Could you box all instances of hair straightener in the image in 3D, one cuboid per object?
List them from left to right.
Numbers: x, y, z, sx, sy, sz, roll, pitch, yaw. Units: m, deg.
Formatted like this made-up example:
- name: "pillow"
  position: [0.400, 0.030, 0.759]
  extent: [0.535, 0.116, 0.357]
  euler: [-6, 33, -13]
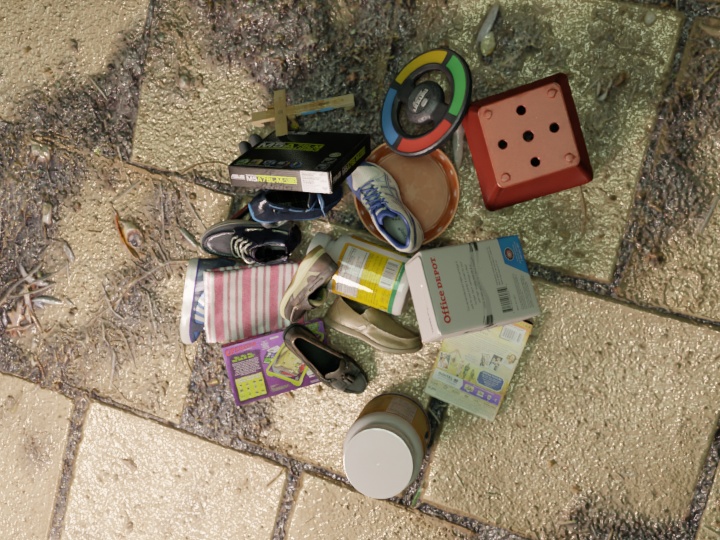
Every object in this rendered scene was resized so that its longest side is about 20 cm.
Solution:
- name: "hair straightener"
  position: [-0.182, -0.113, 1.369]
  extent: [0.199, 0.041, 0.077]
  euler: [-39, 87, 8]

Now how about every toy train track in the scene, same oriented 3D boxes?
- name: "toy train track"
  position: [-0.107, -0.298, 1.329]
  extent: [0.198, 0.033, 0.116]
  euler: [-10, 59, 6]

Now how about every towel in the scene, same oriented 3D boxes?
- name: "towel"
  position: [-0.197, 0.060, 1.328]
  extent: [0.198, 0.030, 0.148]
  euler: [-6, 111, -18]

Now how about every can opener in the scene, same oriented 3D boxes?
- name: "can opener"
  position: [-0.183, -0.170, 1.318]
  extent: [0.052, 0.066, 0.202]
  euler: [-27, 67, 13]

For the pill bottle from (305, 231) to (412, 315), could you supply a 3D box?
- name: "pill bottle"
  position: [0.000, 0.000, 1.299]
  extent: [0.198, 0.113, 0.114]
  euler: [19, 99, 9]

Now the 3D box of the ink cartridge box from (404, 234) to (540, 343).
- name: "ink cartridge box"
  position: [0.191, 0.031, 1.217]
  extent: [0.198, 0.084, 0.148]
  euler: [-9, 78, -19]

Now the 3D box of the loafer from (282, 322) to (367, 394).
- name: "loafer"
  position: [-0.064, 0.177, 1.323]
  extent: [0.199, 0.063, 0.072]
  euler: [38, 89, -17]

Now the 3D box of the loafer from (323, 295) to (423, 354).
- name: "loafer"
  position: [0.026, 0.101, 1.322]
  extent: [0.198, 0.076, 0.068]
  euler: [17, 105, 9]

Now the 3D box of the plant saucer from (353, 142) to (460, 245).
- name: "plant saucer"
  position: [0.087, -0.145, 1.308]
  extent: [0.198, 0.032, 0.203]
  euler: [1, 97, 12]

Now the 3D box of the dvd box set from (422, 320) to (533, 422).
- name: "dvd box set"
  position: [0.218, 0.164, 1.311]
  extent: [0.145, 0.029, 0.202]
  euler: [21, 100, 9]

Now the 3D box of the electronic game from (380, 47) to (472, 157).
- name: "electronic game"
  position: [0.112, -0.296, 1.236]
  extent: [0.199, 0.041, 0.202]
  euler: [-17, 64, 39]

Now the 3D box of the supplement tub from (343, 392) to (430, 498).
- name: "supplement tub"
  position: [0.049, 0.315, 1.275]
  extent: [0.143, 0.200, 0.147]
  euler: [1, 96, 12]

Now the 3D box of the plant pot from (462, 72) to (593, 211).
- name: "plant pot"
  position: [0.282, -0.220, 1.185]
  extent: [0.198, 0.176, 0.202]
  euler: [-16, 93, 12]

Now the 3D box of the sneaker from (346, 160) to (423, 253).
- name: "sneaker"
  position: [0.043, -0.119, 1.259]
  extent: [0.075, 0.088, 0.200]
  euler: [-41, 85, 15]

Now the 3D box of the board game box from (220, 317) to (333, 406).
- name: "board game box"
  position: [-0.157, 0.175, 1.346]
  extent: [0.198, 0.032, 0.121]
  euler: [-14, 107, -12]

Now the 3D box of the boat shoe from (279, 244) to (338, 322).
- name: "boat shoe"
  position: [-0.092, 0.040, 1.257]
  extent: [0.065, 0.073, 0.201]
  euler: [42, 142, 13]

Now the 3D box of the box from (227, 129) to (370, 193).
- name: "box"
  position: [-0.104, -0.198, 1.247]
  extent: [0.198, 0.193, 0.048]
  euler: [7, 124, 21]

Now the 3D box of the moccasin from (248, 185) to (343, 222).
- name: "moccasin"
  position: [-0.104, -0.127, 1.271]
  extent: [0.068, 0.199, 0.081]
  euler: [-34, 82, 52]

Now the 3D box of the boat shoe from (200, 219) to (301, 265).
- name: "boat shoe"
  position: [-0.215, -0.049, 1.314]
  extent: [0.197, 0.093, 0.075]
  euler: [-6, 114, 8]

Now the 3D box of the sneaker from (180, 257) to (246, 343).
- name: "sneaker"
  position: [-0.274, 0.068, 1.381]
  extent: [0.145, 0.081, 0.202]
  euler: [8, 120, -9]
